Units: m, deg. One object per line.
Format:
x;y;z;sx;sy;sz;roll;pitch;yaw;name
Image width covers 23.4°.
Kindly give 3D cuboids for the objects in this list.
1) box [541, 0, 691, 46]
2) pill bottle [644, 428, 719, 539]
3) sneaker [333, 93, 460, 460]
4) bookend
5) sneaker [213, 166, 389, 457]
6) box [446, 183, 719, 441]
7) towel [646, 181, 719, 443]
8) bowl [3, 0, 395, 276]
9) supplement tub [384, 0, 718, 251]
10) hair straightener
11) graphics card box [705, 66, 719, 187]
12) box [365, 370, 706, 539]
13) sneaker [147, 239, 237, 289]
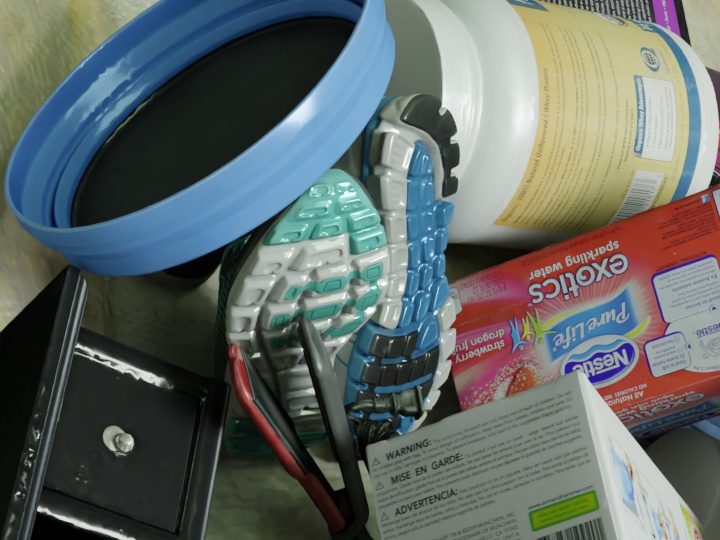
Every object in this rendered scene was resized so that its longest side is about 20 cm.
0.132;-0.217;1.182;0.199;0.036;0.144;13;59;-31;box
0.247;0.166;0.999;0.200;0.111;0.111;28;53;-26;pill bottle
0.000;0.000;0.920;0.075;0.086;0.201;-12;112;-48;sneaker
-0.085;0.135;0.799;0.199;0.092;0.199;25;54;-24;bookend
-0.042;0.007;0.844;0.077;0.200;0.092;-5;55;-20;sneaker
0.152;0.033;0.943;0.095;0.199;0.100;27;46;-61;box
0.220;0.014;1.034;0.111;0.049;0.200;32;91;-37;towel
-0.074;-0.075;0.815;0.039;0.200;0.201;56;43;-32;bowl
0.092;-0.084;1.008;0.199;0.145;0.145;5;63;-34;supplement tub
0.003;0.090;0.845;0.200;0.077;0.041;65;4;-46;hair straightener
0.248;-0.036;1.157;0.125;0.051;0.201;16;59;-29;graphics card box
0.097;0.147;0.822;0.200;0.112;0.102;46;28;-51;box
-0.057;-0.092;0.931;0.075;0.106;0.201;26;54;-22;sneaker
